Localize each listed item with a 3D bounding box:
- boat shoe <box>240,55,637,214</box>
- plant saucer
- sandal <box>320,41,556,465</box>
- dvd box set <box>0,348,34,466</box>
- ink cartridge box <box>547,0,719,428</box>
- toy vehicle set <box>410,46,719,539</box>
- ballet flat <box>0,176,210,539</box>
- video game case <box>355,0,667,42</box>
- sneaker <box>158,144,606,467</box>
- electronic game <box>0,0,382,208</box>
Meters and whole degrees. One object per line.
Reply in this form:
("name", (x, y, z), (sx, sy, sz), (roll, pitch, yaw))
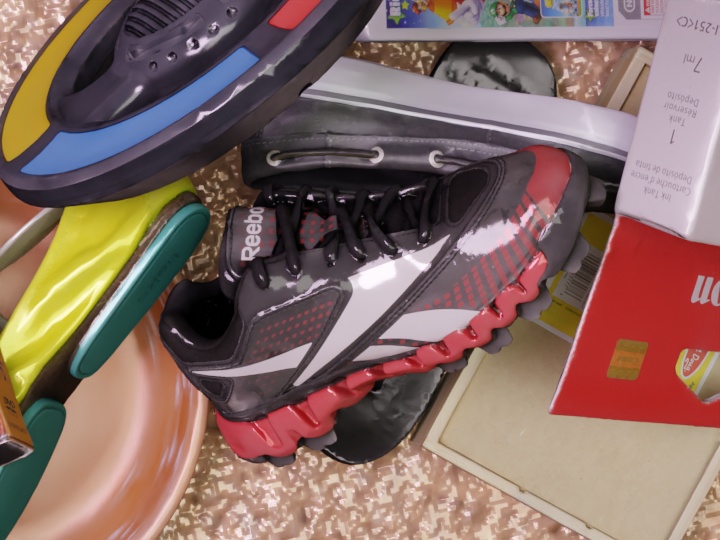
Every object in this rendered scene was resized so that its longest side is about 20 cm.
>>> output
("boat shoe", (0.046, -0.043, 0.974), (0.199, 0.069, 0.057), (12, 78, -1))
("plant saucer", (-0.163, 0.048, 0.986), (0.199, 0.037, 0.202), (0, 92, -10))
("sandal", (0.024, -0.013, 1.010), (0.075, 0.045, 0.201), (26, 87, -9))
("dvd box set", (-0.225, 0.005, 0.926), (0.146, 0.029, 0.201), (-22, 71, 5))
("ink cartridge box", (0.178, -0.012, 0.972), (0.199, 0.045, 0.177), (7, 101, -45))
("toy vehicle set", (0.124, 0.018, 1.037), (0.124, 0.027, 0.201), (30, 87, -9))
("ballet flat", (-0.137, 0.036, 0.947), (0.067, 0.067, 0.201), (31, 83, 12))
("video game case", (0.087, -0.170, 1.006), (0.199, 0.018, 0.144), (-3, 92, -24))
("sneaker", (0.000, 0.000, 0.929), (0.200, 0.071, 0.098), (-31, 120, 28))
("electronic game", (-0.063, -0.098, 0.920), (0.200, 0.200, 0.042), (-42, 116, -6))
